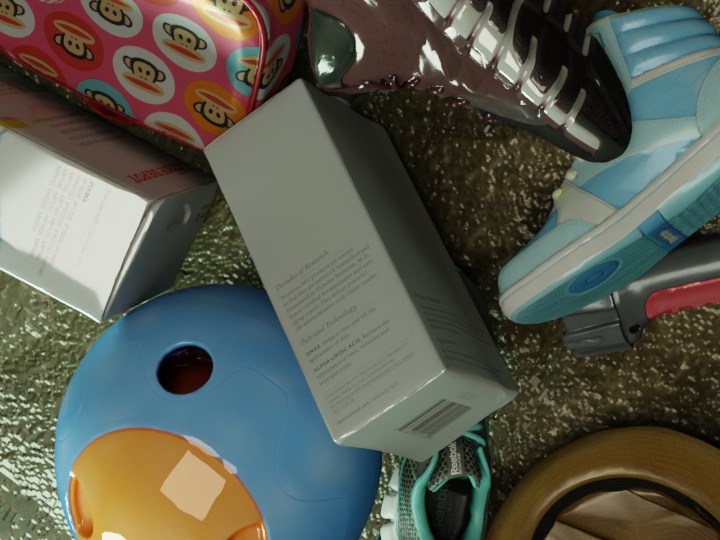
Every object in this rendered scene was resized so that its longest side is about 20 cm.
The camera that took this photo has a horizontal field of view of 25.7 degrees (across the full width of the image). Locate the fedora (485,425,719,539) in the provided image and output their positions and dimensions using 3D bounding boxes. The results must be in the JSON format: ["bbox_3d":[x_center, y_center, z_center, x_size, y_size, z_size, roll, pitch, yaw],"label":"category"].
[{"bbox_3d":[0.175,0.196,0.963,0.198,0.082,0.203,-6,70,16],"label":"fedora"}]

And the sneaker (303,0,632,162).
[{"bbox_3d":[0.047,-0.113,0.856,0.200,0.076,0.115,41,132,-12],"label":"sneaker"}]

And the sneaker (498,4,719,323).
[{"bbox_3d":[0.139,-0.069,0.904,0.199,0.079,0.131,-37,69,7],"label":"sneaker"}]

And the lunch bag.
[{"bbox_3d":[-0.133,-0.152,0.939,0.198,0.082,0.177,27,143,5],"label":"lunch bag"}]

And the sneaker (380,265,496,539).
[{"bbox_3d":[0.056,0.099,0.966,0.077,0.091,0.203,-3,98,-11],"label":"sneaker"}]

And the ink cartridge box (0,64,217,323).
[{"bbox_3d":[-0.205,-0.058,0.964,0.198,0.148,0.086,29,102,6],"label":"ink cartridge box"}]

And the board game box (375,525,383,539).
[{"bbox_3d":[0.050,0.249,0.961,0.150,0.200,0.047,27,110,5],"label":"board game box"}]

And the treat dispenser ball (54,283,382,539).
[{"bbox_3d":[-0.086,0.110,0.955,0.198,0.201,0.204,3,106,12],"label":"treat dispenser ball"}]

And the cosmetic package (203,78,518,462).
[{"bbox_3d":[0.000,0.000,0.912,0.081,0.113,0.201,-35,64,17],"label":"cosmetic package"}]

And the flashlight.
[{"bbox_3d":[0.216,0.010,0.933,0.198,0.068,0.068,-15,57,20],"label":"flashlight"}]
